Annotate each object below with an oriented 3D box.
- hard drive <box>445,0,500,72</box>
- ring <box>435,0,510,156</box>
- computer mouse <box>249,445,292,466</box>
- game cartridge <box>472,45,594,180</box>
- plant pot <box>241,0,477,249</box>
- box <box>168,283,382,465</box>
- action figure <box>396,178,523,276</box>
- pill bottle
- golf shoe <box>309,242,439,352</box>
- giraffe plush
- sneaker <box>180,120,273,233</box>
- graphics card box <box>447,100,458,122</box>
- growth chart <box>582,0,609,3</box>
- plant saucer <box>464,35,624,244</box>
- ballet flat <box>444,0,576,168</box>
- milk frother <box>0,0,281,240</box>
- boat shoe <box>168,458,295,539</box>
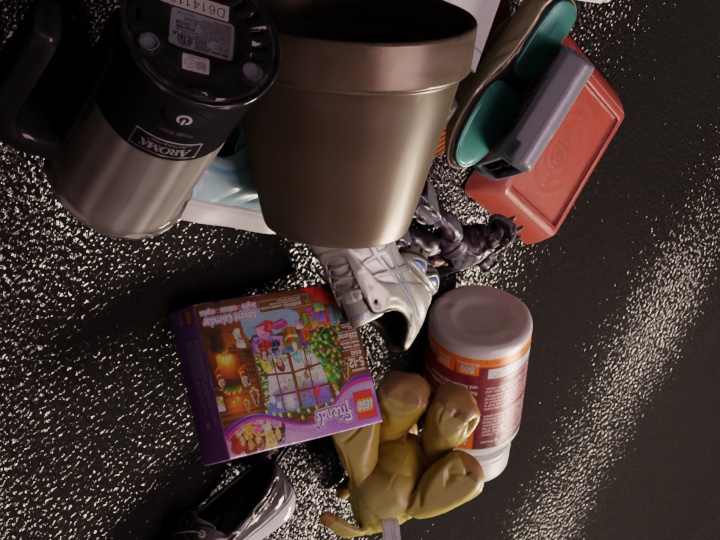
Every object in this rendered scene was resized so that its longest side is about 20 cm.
[{"bbox_3d":[0.109,-0.291,1.614,0.132,0.026,0.202,21,88,-68],"label":"hard drive"},{"bbox_3d":[0.075,-0.196,1.700,0.200,0.019,0.202,-36,141,-36],"label":"ring"},{"bbox_3d":[-0.077,0.115,1.706,0.139,0.053,0.200,-52,148,-12],"label":"computer mouse"},{"bbox_3d":[0.169,-0.155,1.750,0.134,0.041,0.200,-62,-174,-3],"label":"game cartridge"},{"bbox_3d":[-0.015,-0.117,1.389,0.199,0.199,0.175,-18,120,-48],"label":"plant pot"},{"bbox_3d":[-0.073,0.089,1.613,0.199,0.039,0.138,-9,83,-47],"label":"box"},{"bbox_3d":[0.083,-0.030,1.783,0.130,0.070,0.199,-36,145,22],"label":"action figure"},{"bbox_3d":[0.123,0.127,1.948,0.114,0.114,0.202,-32,139,-37],"label":"pill bottle"},{"bbox_3d":[0.000,0.000,1.636,0.200,0.078,0.098,38,52,-37],"label":"golf shoe"},{"bbox_3d":[0.039,0.199,1.859,0.162,0.171,0.202,-102,-156,-85],"label":"giraffe plush"},{"bbox_3d":[-0.095,-0.082,1.453,0.199,0.074,0.083,-1,120,-56],"label":"sneaker"},{"bbox_3d":[0.011,-0.151,1.572,0.126,0.051,0.200,-57,150,-10],"label":"graphics card box"},{"bbox_3d":[0.261,-0.365,1.830,0.144,0.018,0.202,10,107,-57],"label":"growth chart"},{"bbox_3d":[0.210,-0.134,1.932,0.201,0.037,0.200,-59,150,-1],"label":"plant saucer"},{"bbox_3d":[0.132,-0.187,1.711,0.201,0.069,0.069,-52,148,-5],"label":"ballet flat"},{"bbox_3d":[-0.158,-0.164,1.286,0.188,0.179,0.201,-47,-162,51],"label":"milk frother"},{"bbox_3d":[-0.145,0.252,1.703,0.199,0.070,0.067,-35,130,-22],"label":"boat shoe"}]
